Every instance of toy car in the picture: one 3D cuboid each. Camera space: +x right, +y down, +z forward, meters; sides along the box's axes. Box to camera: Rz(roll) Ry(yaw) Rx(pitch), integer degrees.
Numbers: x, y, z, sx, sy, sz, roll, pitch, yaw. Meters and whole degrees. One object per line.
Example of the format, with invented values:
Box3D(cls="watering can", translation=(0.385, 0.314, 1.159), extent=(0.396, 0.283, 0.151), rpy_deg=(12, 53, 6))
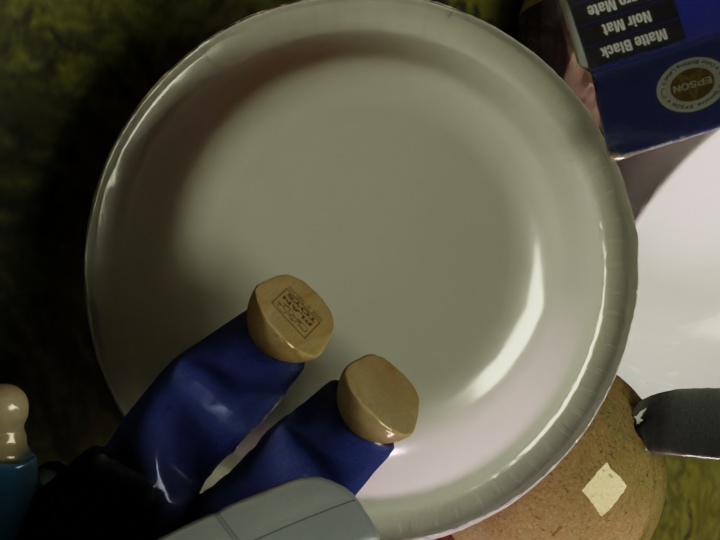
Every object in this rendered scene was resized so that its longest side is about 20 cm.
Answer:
Box3D(cls="toy car", translation=(0.078, 0.078, 1.096), extent=(0.158, 0.199, 0.165), rpy_deg=(3, 99, -53))

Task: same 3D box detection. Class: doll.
Box3D(cls="doll", translation=(-0.075, 0.087, 0.932), extent=(0.136, 0.200, 0.048), rpy_deg=(42, 22, -6))

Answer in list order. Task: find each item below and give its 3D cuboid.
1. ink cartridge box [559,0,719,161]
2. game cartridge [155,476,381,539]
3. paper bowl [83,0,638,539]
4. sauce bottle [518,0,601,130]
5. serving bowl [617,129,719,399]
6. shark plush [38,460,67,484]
Box3D(cls="ink cartridge box", translation=(0.164, -0.147, 1.010), extent=(0.200, 0.199, 0.041), rpy_deg=(-97, 165, -45))
Box3D(cls="game cartridge", translation=(-0.079, 0.146, 0.871), extent=(0.200, 0.041, 0.133), rpy_deg=(-30, 151, -15))
Box3D(cls="paper bowl", translation=(0.000, 0.000, 0.989), extent=(0.104, 0.200, 0.201), rpy_deg=(108, 3, -84))
Box3D(cls="sauce bottle", translation=(0.103, -0.118, 1.173), extent=(0.066, 0.066, 0.201), rpy_deg=(27, 81, -47))
Box3D(cls="serving bowl", translation=(0.174, -0.021, 1.251), extent=(0.199, 0.066, 0.201), rpy_deg=(-20, 133, -23))
Box3D(cls="shark plush", translation=(-0.125, 0.155, 0.990), extent=(0.200, 0.083, 0.091), rpy_deg=(-39, 135, -18))
